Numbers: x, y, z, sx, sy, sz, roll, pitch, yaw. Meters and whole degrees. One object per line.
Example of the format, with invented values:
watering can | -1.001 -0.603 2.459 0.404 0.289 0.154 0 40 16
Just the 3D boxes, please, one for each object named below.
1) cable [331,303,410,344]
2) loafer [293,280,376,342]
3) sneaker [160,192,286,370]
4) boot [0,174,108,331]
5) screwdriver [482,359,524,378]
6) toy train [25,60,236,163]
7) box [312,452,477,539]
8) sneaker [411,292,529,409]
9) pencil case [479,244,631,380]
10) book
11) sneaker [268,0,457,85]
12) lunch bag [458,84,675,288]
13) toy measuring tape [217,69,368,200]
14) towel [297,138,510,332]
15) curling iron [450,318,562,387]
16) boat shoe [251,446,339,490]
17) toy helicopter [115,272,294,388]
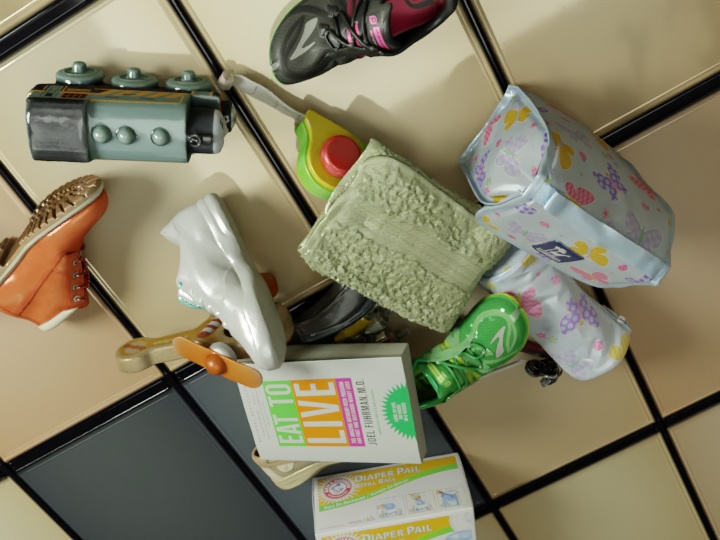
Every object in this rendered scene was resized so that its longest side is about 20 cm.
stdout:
cable | -0.030 0.107 0.974 0.199 0.051 0.097 -28 129 23
loafer | 0.000 0.000 0.899 0.199 0.073 0.072 -39 106 3
sneaker | -0.144 0.024 0.841 0.088 0.201 0.075 -28 159 2
boot | -0.312 -0.015 0.861 0.199 0.075 0.107 -38 117 23
screwdriver | 0.104 0.144 0.978 0.198 0.029 0.028 -22 115 24
toy train | -0.219 -0.142 0.775 0.197 0.114 0.086 3 118 -7
box | 0.043 0.322 1.044 0.197 0.102 0.114 -10 118 0
sneaker | 0.109 0.103 0.903 0.074 0.084 0.200 46 122 2
pencil case | 0.218 0.037 0.924 0.200 0.084 0.090 42 128 -21
book | -0.032 0.151 0.919 0.198 0.048 0.135 -4 110 20
sneaker | 0.001 -0.233 0.766 0.198 0.084 0.077 -25 116 7
lunch bag | 0.199 -0.072 0.802 0.168 0.201 0.128 27 111 -19
toy measuring tape | -0.062 -0.124 0.822 0.198 0.074 0.074 28 112 -16
towel | 0.049 -0.027 0.834 0.199 0.037 0.149 28 104 -24
curling iron | 0.159 0.085 0.966 0.198 0.050 0.026 25 128 -16
boat shoe | -0.043 0.193 0.987 0.199 0.072 0.065 -36 115 14
toy helicopter | -0.169 0.082 0.884 0.197 0.133 0.080 -13 118 2
